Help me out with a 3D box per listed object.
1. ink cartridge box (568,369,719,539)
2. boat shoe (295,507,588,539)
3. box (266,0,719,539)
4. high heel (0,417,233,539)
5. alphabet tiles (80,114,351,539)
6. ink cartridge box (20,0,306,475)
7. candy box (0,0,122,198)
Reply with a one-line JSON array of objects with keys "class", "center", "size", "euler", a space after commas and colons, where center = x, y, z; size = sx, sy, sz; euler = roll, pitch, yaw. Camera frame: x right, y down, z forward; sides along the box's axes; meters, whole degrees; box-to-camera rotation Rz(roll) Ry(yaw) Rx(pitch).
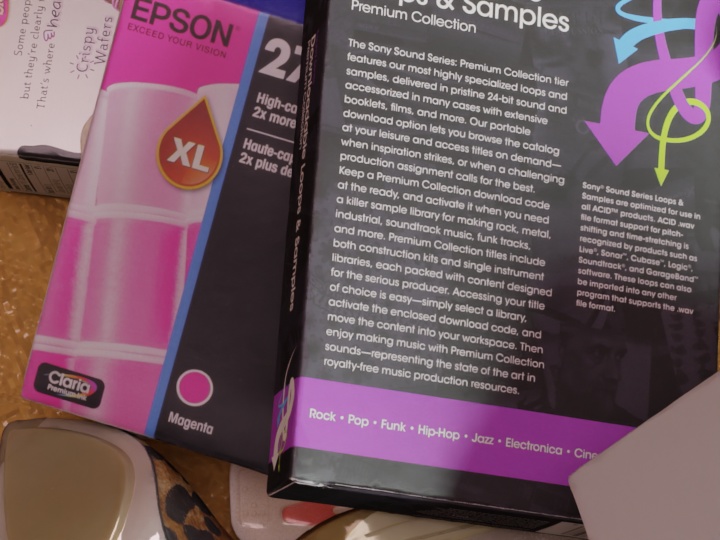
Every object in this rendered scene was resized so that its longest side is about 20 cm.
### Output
[{"class": "ink cartridge box", "center": [0.192, 0.084, 0.790], "size": [0.200, 0.147, 0.145], "euler": [-38, 48, 24]}, {"class": "boat shoe", "center": [0.073, 0.099, 0.939], "size": [0.199, 0.074, 0.067], "euler": [-11, 77, -21]}, {"class": "box", "center": [0.048, -0.018, 0.904], "size": [0.142, 0.036, 0.201], "euler": [10, 74, -17]}, {"class": "high heel", "center": [-0.049, 0.130, 0.977], "size": [0.071, 0.143, 0.200], "euler": [-47, 43, -2]}, {"class": "alphabet tiles", "center": [0.000, 0.000, 0.979], "size": [0.195, 0.015, 0.201], "euler": [-1, 99, 5]}, {"class": "ink cartridge box", "center": [-0.045, -0.038, 0.953], "size": [0.094, 0.037, 0.201], "euler": [16, 99, 4]}, {"class": "candy box", "center": [-0.059, -0.092, 1.029], "size": [0.199, 0.061, 0.137], "euler": [8, 76, 3]}]
